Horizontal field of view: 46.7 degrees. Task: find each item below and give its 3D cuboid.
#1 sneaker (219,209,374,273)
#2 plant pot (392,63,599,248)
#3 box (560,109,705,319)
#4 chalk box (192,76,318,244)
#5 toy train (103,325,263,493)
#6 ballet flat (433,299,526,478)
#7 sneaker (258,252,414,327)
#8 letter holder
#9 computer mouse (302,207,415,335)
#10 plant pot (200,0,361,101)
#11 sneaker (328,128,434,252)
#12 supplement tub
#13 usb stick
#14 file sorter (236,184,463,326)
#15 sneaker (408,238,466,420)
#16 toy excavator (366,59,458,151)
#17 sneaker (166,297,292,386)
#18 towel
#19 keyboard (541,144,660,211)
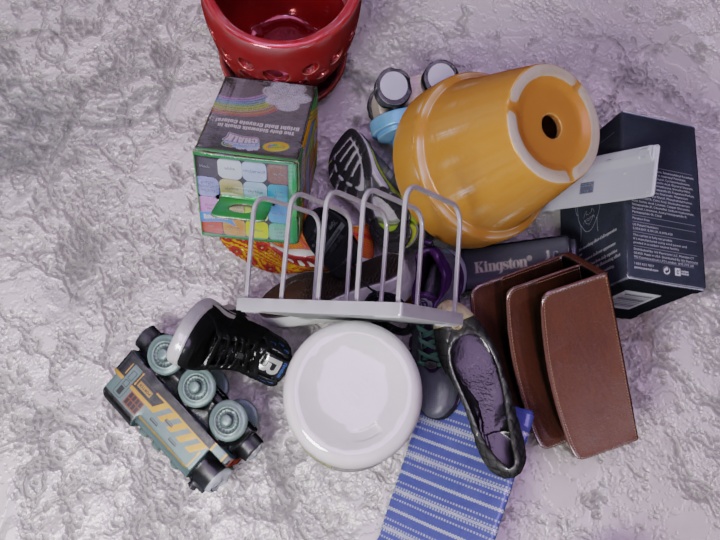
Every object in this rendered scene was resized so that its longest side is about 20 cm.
[{"bbox_3d":[-0.080,-0.040,1.046,0.195,0.073,0.079,10,59,-7],"label":"sneaker"},{"bbox_3d":[0.162,-0.139,0.937,0.196,0.182,0.206,3,82,-24],"label":"plant pot"},{"bbox_3d":[0.321,-0.061,1.006,0.104,0.148,0.205,7,73,-14],"label":"box"},{"bbox_3d":[-0.122,-0.116,0.981,0.121,0.126,0.203,7,45,3],"label":"chalk box"},{"bbox_3d":[-0.205,0.161,0.972,0.200,0.085,0.114,44,89,8],"label":"toy train"},{"bbox_3d":[0.133,0.124,0.906,0.065,0.057,0.204,-21,76,-5],"label":"ballet flat"},{"bbox_3d":[-0.026,0.046,1.017,0.195,0.085,0.074,-13,45,16],"label":"sneaker"},{"bbox_3d":[0.213,0.105,0.943,0.139,0.101,0.205,-17,106,-6],"label":"letter holder"},{"bbox_3d":[0.000,0.000,0.958,0.059,0.034,0.201,-49,62,18],"label":"computer mouse"},{"bbox_3d":[-0.096,-0.320,1.058,0.195,0.183,0.206,1,73,-2],"label":"plant pot"},{"bbox_3d":[0.025,-0.098,1.061,0.074,0.080,0.202,-44,58,24],"label":"sneaker"},{"bbox_3d":[-0.010,0.144,0.915,0.141,0.200,0.149,0,76,-2],"label":"supplement tub"},{"bbox_3d":[0.167,-0.006,1.020,0.195,0.033,0.057,-7,73,19],"label":"usb stick"},{"bbox_3d":[-0.007,-0.012,0.865,0.196,0.138,0.128,0,83,32],"label":"file sorter"},{"bbox_3d":[0.078,0.069,0.971,0.073,0.087,0.205,-4,76,26],"label":"sneaker"},{"bbox_3d":[0.113,-0.159,1.076,0.190,0.100,0.205,-12,87,-9],"label":"toy excavator"},{"bbox_3d":[-0.133,0.086,0.932,0.110,0.200,0.074,28,96,7],"label":"sneaker"},{"bbox_3d":[0.108,0.238,0.950,0.142,0.024,0.204,10,71,38],"label":"towel"},{"bbox_3d":[0.266,-0.104,0.973,0.010,0.199,0.058,7,85,-29],"label":"keyboard"}]
